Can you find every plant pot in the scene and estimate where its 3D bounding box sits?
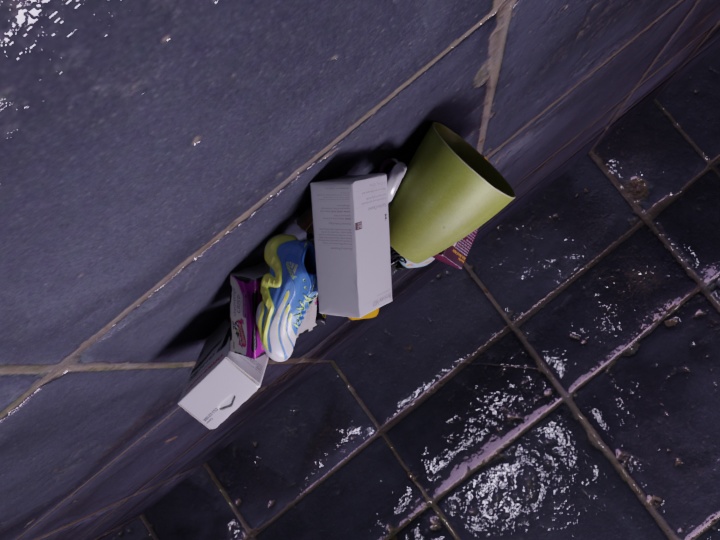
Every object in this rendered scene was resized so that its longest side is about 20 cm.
[{"bbox_3d":[0.133,-0.115,1.185,0.201,0.187,0.187,-50,166,22],"label":"plant pot"}]

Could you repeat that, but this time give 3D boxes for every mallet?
[{"bbox_3d":[-0.057,0.013,1.144,0.041,0.203,0.066,-26,139,26],"label":"mallet"}]

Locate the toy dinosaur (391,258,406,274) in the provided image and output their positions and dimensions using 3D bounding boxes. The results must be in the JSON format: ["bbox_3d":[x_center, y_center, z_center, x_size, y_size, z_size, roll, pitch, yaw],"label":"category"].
[{"bbox_3d":[0.008,0.005,1.459,0.101,0.201,0.136,15,123,-47],"label":"toy dinosaur"}]

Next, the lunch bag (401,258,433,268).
[{"bbox_3d":[0.162,-0.093,1.666,0.200,0.122,0.170,-44,171,0],"label":"lunch bag"}]

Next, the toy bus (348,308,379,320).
[{"bbox_3d":[0.002,0.024,1.225,0.064,0.079,0.201,-7,148,-7],"label":"toy bus"}]

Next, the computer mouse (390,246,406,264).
[{"bbox_3d":[0.000,0.000,1.339,0.197,0.044,0.110,-27,-171,3],"label":"computer mouse"}]

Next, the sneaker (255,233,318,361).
[{"bbox_3d":[-0.106,0.044,1.070,0.104,0.204,0.075,1,-177,39],"label":"sneaker"}]

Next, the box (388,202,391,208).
[{"bbox_3d":[0.122,-0.122,1.338,0.198,0.036,0.147,-4,113,-53],"label":"box"}]

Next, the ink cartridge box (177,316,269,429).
[{"bbox_3d":[-0.235,0.165,1.245,0.144,0.083,0.201,-42,-161,23],"label":"ink cartridge box"}]

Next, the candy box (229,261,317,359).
[{"bbox_3d":[-0.142,0.053,1.188,0.199,0.060,0.139,-22,120,-56],"label":"candy box"}]

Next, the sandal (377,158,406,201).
[{"bbox_3d":[0.042,-0.155,1.152,0.084,0.049,0.203,-63,-177,0],"label":"sandal"}]

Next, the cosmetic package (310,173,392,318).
[{"bbox_3d":[-0.011,-0.040,1.044,0.080,0.204,0.112,2,-166,31],"label":"cosmetic package"}]

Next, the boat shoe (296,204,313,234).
[{"bbox_3d":[-0.030,-0.084,1.137,0.076,0.074,0.199,-43,169,26],"label":"boat shoe"}]

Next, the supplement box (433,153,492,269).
[{"bbox_3d":[0.181,-0.120,1.312,0.110,0.085,0.203,24,89,-59],"label":"supplement box"}]
